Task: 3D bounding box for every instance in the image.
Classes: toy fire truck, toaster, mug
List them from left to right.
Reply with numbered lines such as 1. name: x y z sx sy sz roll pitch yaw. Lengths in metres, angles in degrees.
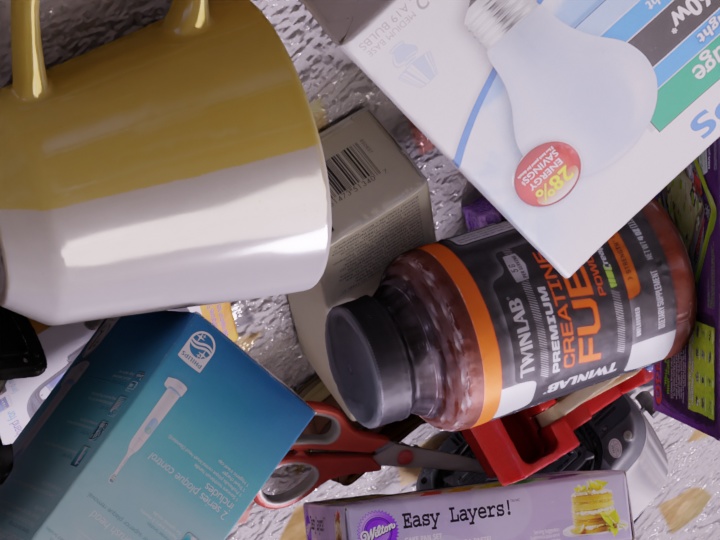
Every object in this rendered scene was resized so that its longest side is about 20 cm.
1. mug: -0.118 -0.061 1.168 0.152 0.188 0.149 -16 178 -19
2. toaster: 0.131 0.154 1.736 0.200 0.114 0.129 -44 153 6
3. toy fire truck: 0.131 0.076 1.513 0.199 0.049 0.141 -30 178 -31

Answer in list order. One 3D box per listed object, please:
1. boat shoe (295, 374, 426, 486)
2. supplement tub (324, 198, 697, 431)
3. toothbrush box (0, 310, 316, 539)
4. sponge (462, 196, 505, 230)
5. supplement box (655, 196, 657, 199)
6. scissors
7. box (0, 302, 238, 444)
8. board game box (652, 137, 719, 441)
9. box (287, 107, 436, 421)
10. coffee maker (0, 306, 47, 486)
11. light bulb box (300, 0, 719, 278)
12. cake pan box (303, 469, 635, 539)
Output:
1. boat shoe: 0.047 0.068 1.566 0.199 0.068 0.072 -34 150 -9
2. supplement tub: 0.083 0.026 1.359 0.199 0.107 0.107 -18 145 -21
3. toothbrush box: -0.132 0.122 1.213 0.200 0.085 0.146 -53 -162 -15
4. sponge: 0.164 -0.032 1.546 0.199 0.030 0.112 -28 116 -18
5. supplement box: 0.190 -0.028 1.499 0.199 0.073 0.127 -9 106 -24
6. scissors: 0.018 0.110 1.520 0.198 0.014 0.074 -4 114 -19
7. box: -0.165 0.047 1.327 0.199 0.042 0.119 -34 151 -14
8. board game box: 0.197 -0.011 1.390 0.032 0.120 0.202 -3 97 -15
9. box: 0.000 0.000 1.418 0.082 0.068 0.200 -31 150 -13
10. coffee maker: -0.281 0.084 1.178 0.191 0.135 0.201 15 121 -34
11. light bulb box: 0.098 -0.142 1.210 0.198 0.125 0.200 -43 126 7
12. cake pan box: 0.064 0.163 1.557 0.183 0.053 0.200 -4 176 -8
